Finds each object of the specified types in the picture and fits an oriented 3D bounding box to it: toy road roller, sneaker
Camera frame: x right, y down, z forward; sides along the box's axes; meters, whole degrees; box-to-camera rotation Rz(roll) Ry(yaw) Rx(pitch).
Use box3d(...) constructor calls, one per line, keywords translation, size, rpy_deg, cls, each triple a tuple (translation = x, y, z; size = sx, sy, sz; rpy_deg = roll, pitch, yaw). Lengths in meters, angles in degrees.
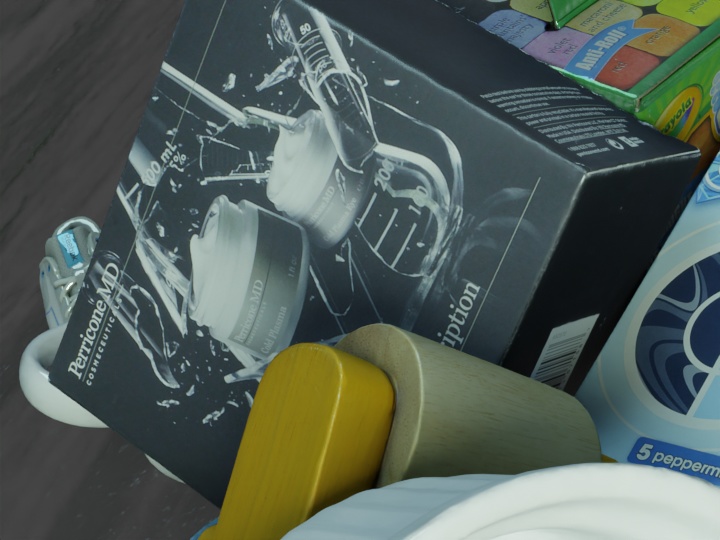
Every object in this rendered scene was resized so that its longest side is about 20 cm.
box3d(translation=(-0.014, 0.120, 0.704), size=(0.146, 0.123, 0.201), rpy_deg=(6, 77, 56), cls="toy road roller")
box3d(translation=(-0.160, 0.023, 1.259), size=(0.075, 0.087, 0.200), rpy_deg=(-25, 22, -5), cls="sneaker")

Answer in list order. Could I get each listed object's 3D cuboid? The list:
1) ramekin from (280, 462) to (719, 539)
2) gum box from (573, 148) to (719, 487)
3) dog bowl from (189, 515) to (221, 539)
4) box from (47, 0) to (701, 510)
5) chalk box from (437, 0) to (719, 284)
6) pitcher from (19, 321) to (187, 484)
box3d(translation=(0.039, 0.150, 0.586), size=(0.200, 0.201, 0.098), rpy_deg=(-34, 14, -23), cls="ramekin")
box3d(translation=(0.172, 0.040, 0.774), size=(0.169, 0.045, 0.200), rpy_deg=(13, 59, 40), cls="gum box")
box3d(translation=(-0.044, 0.155, 0.863), size=(0.111, 0.050, 0.200), rpy_deg=(-15, 22, 24), cls="dog bowl")
box3d(translation=(0.000, 0.000, 0.840), size=(0.182, 0.201, 0.104), rpy_deg=(33, 23, 25), cls="box")
box3d(translation=(0.106, -0.071, 0.921), size=(0.124, 0.201, 0.125), rpy_deg=(25, 47, 35), cls="chalk box")
box3d(translation=(-0.072, 0.029, 1.056), size=(0.171, 0.122, 0.200), rpy_deg=(14, 28, -4), cls="pitcher")
